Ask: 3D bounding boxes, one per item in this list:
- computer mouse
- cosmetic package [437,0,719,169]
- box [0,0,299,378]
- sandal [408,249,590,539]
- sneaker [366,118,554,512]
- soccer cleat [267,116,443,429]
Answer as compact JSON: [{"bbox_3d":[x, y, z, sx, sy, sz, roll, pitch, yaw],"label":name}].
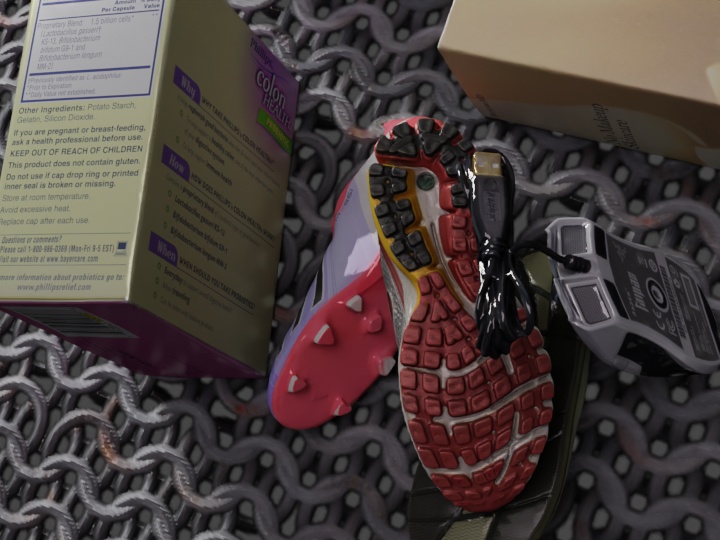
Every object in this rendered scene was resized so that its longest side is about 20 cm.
[{"bbox_3d":[0.115,0.015,0.664,0.044,0.199,0.111,-33,50,33],"label":"computer mouse"},{"bbox_3d":[0.154,-0.115,0.731,0.198,0.105,0.072,16,80,27],"label":"cosmetic package"},{"bbox_3d":[-0.121,-0.054,0.779,0.096,0.176,0.202,0,74,21],"label":"box"},{"bbox_3d":[0.091,0.082,0.724,0.079,0.057,0.202,11,63,30],"label":"sandal"},{"bbox_3d":[0.053,0.025,0.693,0.077,0.082,0.202,-9,76,0],"label":"sneaker"},{"bbox_3d":[0.000,0.000,0.786,0.076,0.066,0.201,29,91,56],"label":"soccer cleat"}]
